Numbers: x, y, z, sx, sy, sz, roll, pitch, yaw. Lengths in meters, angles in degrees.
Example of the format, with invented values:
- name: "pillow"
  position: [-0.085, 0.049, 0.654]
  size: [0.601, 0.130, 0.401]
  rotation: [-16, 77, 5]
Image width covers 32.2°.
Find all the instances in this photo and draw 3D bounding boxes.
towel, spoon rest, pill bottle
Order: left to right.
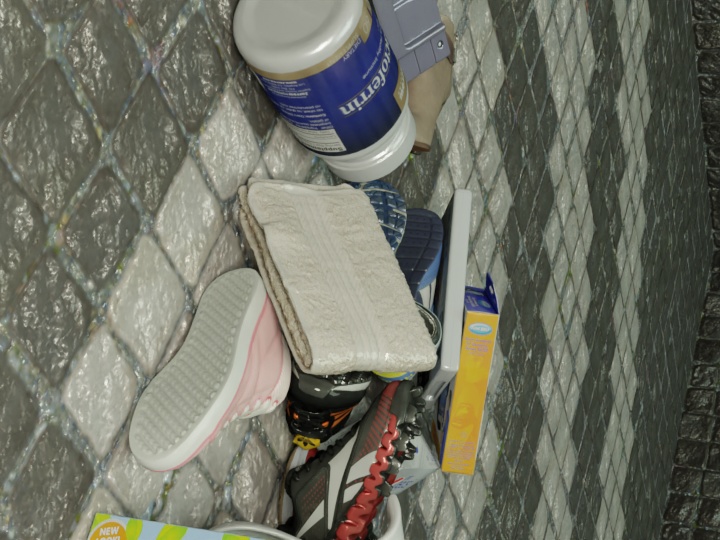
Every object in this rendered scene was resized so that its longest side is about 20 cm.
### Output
- name: "spoon rest"
  position: [-0.054, 0.238, 1.027]
  size: [0.061, 0.198, 0.100]
  rotation: [-127, -154, -63]
- name: "pill bottle"
  position: [-0.024, -0.169, 1.094]
  size: [0.200, 0.114, 0.117]
  rotation: [55, 45, -56]
- name: "towel"
  position: [-0.021, 0.001, 1.041]
  size: [0.131, 0.035, 0.201]
  rotation: [1, 49, -35]

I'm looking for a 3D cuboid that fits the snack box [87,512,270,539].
- name: "snack box"
  position: [-0.114, 0.265, 0.847]
  size: [0.068, 0.198, 0.170]
  rotation: [49, 51, -53]

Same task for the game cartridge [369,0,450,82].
- name: "game cartridge"
  position: [0.011, -0.258, 1.179]
  size: [0.129, 0.038, 0.201]
  rotation: [-38, 133, -20]

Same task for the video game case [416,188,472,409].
- name: "video game case"
  position: [0.091, 0.036, 1.383]
  size: [0.182, 0.023, 0.202]
  rotation: [110, -13, -70]

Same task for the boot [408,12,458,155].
- name: "boot"
  position: [0.059, -0.200, 1.312]
  size: [0.200, 0.069, 0.148]
  rotation: [-19, 124, -82]

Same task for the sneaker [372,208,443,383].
- name: "sneaker"
  position: [0.046, 0.029, 1.344]
  size: [0.082, 0.073, 0.202]
  rotation: [65, 36, -63]

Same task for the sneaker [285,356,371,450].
- name: "sneaker"
  position: [-0.035, 0.123, 1.123]
  size: [0.200, 0.069, 0.091]
  rotation: [-3, 112, -86]

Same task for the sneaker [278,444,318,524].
- name: "sneaker"
  position: [-0.016, 0.264, 1.183]
  size: [0.071, 0.111, 0.203]
  rotation: [-26, 117, -63]

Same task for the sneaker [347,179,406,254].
- name: "sneaker"
  position: [0.000, 0.000, 1.242]
  size: [0.085, 0.076, 0.202]
  rotation: [110, -14, -57]

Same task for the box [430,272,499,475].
- name: "box"
  position: [0.113, 0.105, 1.351]
  size: [0.119, 0.041, 0.202]
  rotation: [-101, -163, -78]

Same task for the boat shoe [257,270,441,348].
- name: "boat shoe"
  position: [-0.002, 0.036, 1.107]
  size: [0.198, 0.071, 0.073]
  rotation: [14, 61, -30]

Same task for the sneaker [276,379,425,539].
- name: "sneaker"
  position: [-0.013, 0.178, 1.105]
  size: [0.202, 0.097, 0.071]
  rotation: [-66, 165, 13]

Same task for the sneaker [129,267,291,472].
- name: "sneaker"
  position: [-0.108, 0.101, 0.991]
  size: [0.201, 0.075, 0.105]
  rotation: [-67, 145, -44]

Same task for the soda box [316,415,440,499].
- name: "soda box"
  position: [0.022, 0.187, 1.253]
  size: [0.064, 0.068, 0.200]
  rotation: [60, 8, 15]
